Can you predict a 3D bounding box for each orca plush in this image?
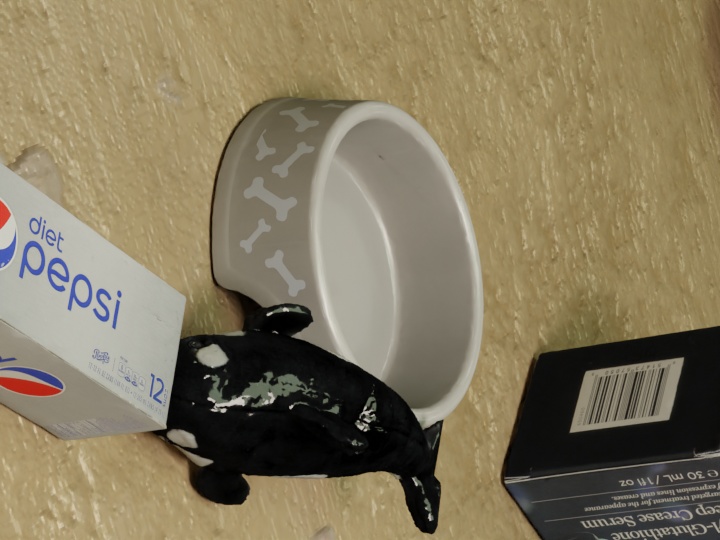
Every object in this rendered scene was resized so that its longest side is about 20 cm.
[{"bbox_3d":[-0.021,0.088,1.243,0.200,0.071,0.105,38,87,-39],"label":"orca plush"}]

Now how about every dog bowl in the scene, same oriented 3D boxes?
[{"bbox_3d":[0.000,0.000,1.360,0.200,0.058,0.201,27,58,-54],"label":"dog bowl"}]

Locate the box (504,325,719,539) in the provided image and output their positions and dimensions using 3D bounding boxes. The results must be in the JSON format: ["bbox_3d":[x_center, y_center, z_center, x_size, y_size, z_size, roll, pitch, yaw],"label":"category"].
[{"bbox_3d":[0.204,0.143,1.564,0.200,0.148,0.107,54,40,-35],"label":"box"}]

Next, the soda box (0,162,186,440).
[{"bbox_3d":[-0.160,0.004,1.090,0.200,0.063,0.069,38,51,-48],"label":"soda box"}]
